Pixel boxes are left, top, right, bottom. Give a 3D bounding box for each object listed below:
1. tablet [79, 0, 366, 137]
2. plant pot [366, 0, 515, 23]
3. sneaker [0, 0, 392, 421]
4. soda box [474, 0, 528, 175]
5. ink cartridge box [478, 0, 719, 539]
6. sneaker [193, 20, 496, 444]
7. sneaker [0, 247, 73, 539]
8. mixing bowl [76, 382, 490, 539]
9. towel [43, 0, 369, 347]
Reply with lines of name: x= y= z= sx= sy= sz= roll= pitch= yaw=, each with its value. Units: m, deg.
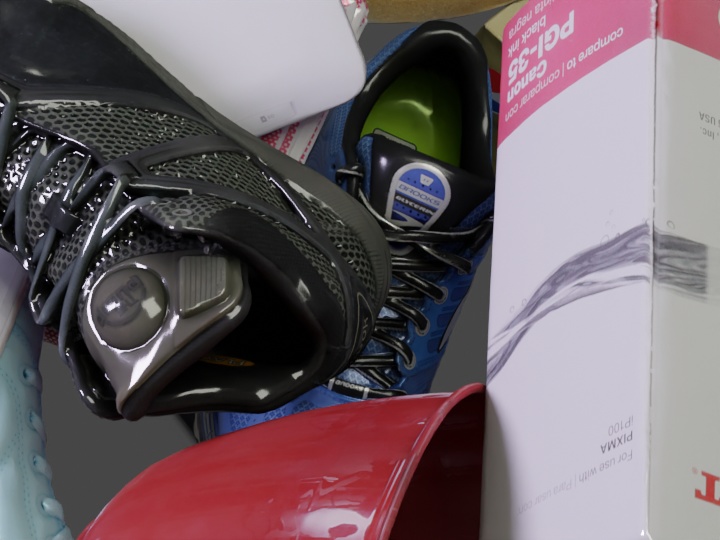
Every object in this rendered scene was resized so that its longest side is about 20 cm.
tablet: x=-0.111 y=-0.081 z=0.873 sx=0.199 sy=0.014 sz=0.131 roll=-21 pitch=97 yaw=5
plant pot: x=0.004 y=-0.168 z=1.013 sx=0.199 sy=0.028 sz=0.201 roll=2 pitch=50 yaw=-2
sneaker: x=-0.085 y=-0.023 z=0.817 sx=0.199 sy=0.076 sz=0.114 roll=33 pitch=17 yaw=-4
soda box: x=0.119 y=-0.100 z=1.034 sx=0.068 sy=0.064 sz=0.200 roll=46 pitch=58 yaw=8
ink cartridge box: x=0.113 y=0.021 z=0.800 sx=0.146 sy=0.083 sz=0.201 roll=22 pitch=57 yaw=-28
sneaker: x=0.000 y=0.000 z=0.918 sx=0.078 sy=0.089 sz=0.201 roll=18 pitch=60 yaw=-10
sneaker: x=-0.113 y=0.088 z=0.845 sx=0.082 sy=0.074 sz=0.201 roll=20 pitch=65 yaw=-18
mixing bowl: x=-0.029 y=0.124 z=0.798 sx=0.108 sy=0.201 sz=0.201 roll=8 pitch=56 yaw=16
towel: x=-0.114 y=-0.064 z=0.897 sx=0.199 sy=0.030 sz=0.147 roll=25 pitch=98 yaw=-1
